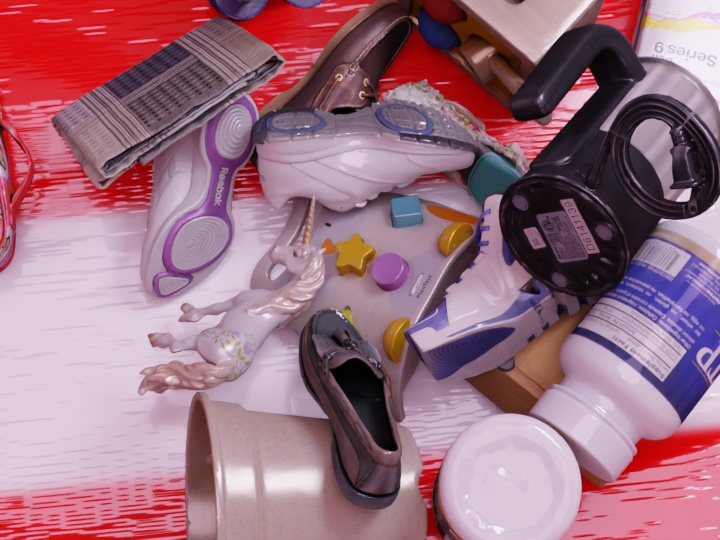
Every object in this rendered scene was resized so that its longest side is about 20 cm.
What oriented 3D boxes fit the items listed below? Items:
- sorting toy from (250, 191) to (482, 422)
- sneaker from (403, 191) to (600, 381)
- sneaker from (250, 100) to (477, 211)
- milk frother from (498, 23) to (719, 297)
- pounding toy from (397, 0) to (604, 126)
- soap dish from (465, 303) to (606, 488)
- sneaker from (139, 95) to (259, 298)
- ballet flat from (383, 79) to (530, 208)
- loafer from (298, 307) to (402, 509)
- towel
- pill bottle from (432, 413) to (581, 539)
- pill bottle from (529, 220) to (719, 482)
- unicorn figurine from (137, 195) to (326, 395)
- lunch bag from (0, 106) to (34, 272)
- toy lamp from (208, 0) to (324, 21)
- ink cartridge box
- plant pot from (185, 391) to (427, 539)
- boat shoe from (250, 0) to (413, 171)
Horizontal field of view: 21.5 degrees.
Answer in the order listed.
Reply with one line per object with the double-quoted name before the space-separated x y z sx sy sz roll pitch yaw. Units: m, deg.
"sorting toy" 0.000 0.000 1.691 0.179 0.107 0.201 24 78 24
"sneaker" 0.118 0.003 1.625 0.199 0.081 0.115 -29 58 -7
"sneaker" 0.003 -0.098 1.672 0.199 0.075 0.088 -1 121 -2
"milk frother" 0.234 -0.097 1.517 0.199 0.181 0.188 10 42 34
"pounding toy" 0.126 -0.217 1.682 0.200 0.184 0.142 42 80 8
"soap dish" 0.213 0.064 1.673 0.157 0.081 0.200 39 81 7
"sneaker" -0.153 -0.073 1.713 0.075 0.099 0.201 18 96 -37
"ballet flat" 0.108 -0.107 1.721 0.200 0.076 0.064 40 46 2
"loafer" 0.000 0.100 1.552 0.071 0.063 0.201 3 45 -22
"towel" -0.171 -0.150 1.675 0.192 0.200 0.035 -33 115 -8
"pill bottle" 0.117 0.189 1.583 0.116 0.200 0.117 0 77 -1
"pill bottle" 0.235 0.069 1.570 0.120 0.120 0.200 38 81 7
"unicorn figurine" -0.105 0.043 1.644 0.137 0.074 0.201 -11 41 33
"lunch bag" -0.380 -0.089 1.700 0.175 0.082 0.201 -8 77 -3
"toy lamp" -0.088 -0.253 1.684 0.058 0.200 0.059 -1 93 -23
"ink cartridge box" 0.325 -0.213 1.734 0.144 0.088 0.201 15 79 2
"plant pot" -0.046 0.200 1.599 0.182 0.200 0.202 -1 77 -13
"boat shoe" -0.019 -0.157 1.722 0.200 0.070 0.070 -47 61 -1
